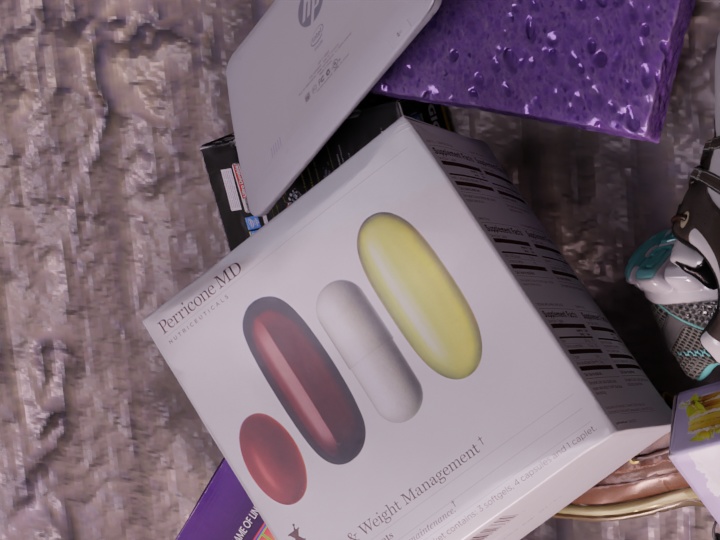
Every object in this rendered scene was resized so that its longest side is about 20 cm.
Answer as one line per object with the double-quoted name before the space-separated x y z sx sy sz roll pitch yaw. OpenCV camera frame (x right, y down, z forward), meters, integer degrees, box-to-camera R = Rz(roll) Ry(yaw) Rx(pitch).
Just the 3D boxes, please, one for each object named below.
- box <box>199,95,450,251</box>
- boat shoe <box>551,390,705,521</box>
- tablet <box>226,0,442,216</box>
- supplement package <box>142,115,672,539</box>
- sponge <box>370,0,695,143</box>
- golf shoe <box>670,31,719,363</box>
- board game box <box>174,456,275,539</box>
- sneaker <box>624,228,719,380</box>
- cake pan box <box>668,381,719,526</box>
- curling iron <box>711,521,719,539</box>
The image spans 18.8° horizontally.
"box" 0.000 0.000 1.335 0.159 0.049 0.201 -11 100 38
"boat shoe" 0.172 0.101 1.243 0.199 0.072 0.068 -7 96 29
"tablet" -0.021 -0.138 1.261 0.200 0.014 0.131 -47 41 38
"supplement package" 0.029 0.057 1.185 0.191 0.147 0.201 -38 75 15
"sponge" 0.088 -0.141 1.215 0.199 0.030 0.112 13 88 30
"golf shoe" 0.194 -0.045 1.120 0.094 0.078 0.201 -23 54 24
"board game box" -0.020 0.170 1.362 0.165 0.057 0.200 35 132 4
"sneaker" 0.245 0.019 1.174 0.199 0.078 0.092 -1 122 37
"cake pan box" 0.283 0.118 1.122 0.183 0.052 0.200 -16 128 31
"curling iron" 0.226 0.218 1.264 0.049 0.026 0.201 -3 116 -1
